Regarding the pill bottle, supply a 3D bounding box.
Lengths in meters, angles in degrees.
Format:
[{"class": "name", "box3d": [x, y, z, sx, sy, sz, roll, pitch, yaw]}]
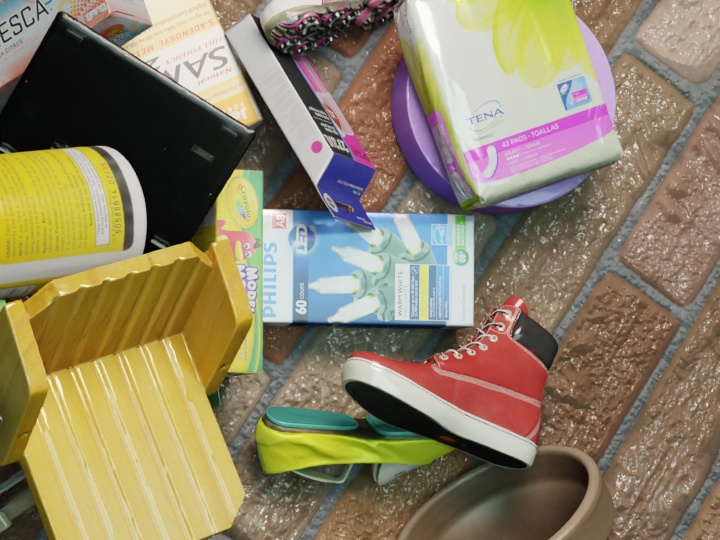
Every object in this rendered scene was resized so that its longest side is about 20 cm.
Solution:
[{"class": "pill bottle", "box3d": [-0.274, -0.034, 1.442, 0.199, 0.111, 0.112, -8, 87, -38]}]

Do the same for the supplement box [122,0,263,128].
[{"class": "supplement box", "box3d": [-0.185, -0.195, 1.662, 0.125, 0.074, 0.201, -26, 92, -12]}]

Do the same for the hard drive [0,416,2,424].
[{"class": "hard drive", "box3d": [-0.367, 0.098, 1.453, 0.140, 0.033, 0.200, -51, 54, 14]}]

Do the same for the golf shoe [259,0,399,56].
[{"class": "golf shoe", "box3d": [-0.032, -0.252, 1.672, 0.092, 0.073, 0.200, 54, 40, 5]}]

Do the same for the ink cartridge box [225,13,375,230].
[{"class": "ink cartridge box", "box3d": [-0.043, -0.129, 1.647, 0.037, 0.095, 0.201, -34, 72, 16]}]

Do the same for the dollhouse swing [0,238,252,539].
[{"class": "dollhouse swing", "box3d": [-0.171, 0.112, 1.467, 0.199, 0.182, 0.176, -16, 64, -32]}]

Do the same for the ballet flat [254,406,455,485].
[{"class": "ballet flat", "box3d": [0.001, 0.159, 1.686, 0.199, 0.067, 0.068, 2, 106, -15]}]

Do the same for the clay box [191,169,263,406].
[{"class": "clay box", "box3d": [-0.119, 0.018, 1.639, 0.047, 0.115, 0.202, 0, 86, -18]}]

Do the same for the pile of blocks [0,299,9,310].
[{"class": "pile of blocks", "box3d": [-0.316, 0.070, 1.491, 0.082, 0.062, 0.201, 15, 87, -7]}]

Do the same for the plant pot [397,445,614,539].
[{"class": "plant pot", "box3d": [0.152, 0.283, 1.654, 0.200, 0.200, 0.175, -32, 109, -13]}]

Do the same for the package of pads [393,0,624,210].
[{"class": "package of pads", "box3d": [0.126, -0.167, 1.665, 0.154, 0.068, 0.201, -19, 89, -14]}]

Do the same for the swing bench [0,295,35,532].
[{"class": "swing bench", "box3d": [-0.321, 0.108, 1.582, 0.200, 0.130, 0.199, -35, 94, -12]}]

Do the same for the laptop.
[{"class": "laptop", "box3d": [-0.212, -0.097, 1.587, 0.187, 0.116, 0.201, 31, 107, -8]}]

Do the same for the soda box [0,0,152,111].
[{"class": "soda box", "box3d": [-0.276, -0.192, 1.589, 0.199, 0.063, 0.069, -28, 75, 24]}]

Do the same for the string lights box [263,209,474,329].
[{"class": "string lights box", "box3d": [0.000, 0.000, 1.694, 0.199, 0.059, 0.104, 1, 86, -12]}]

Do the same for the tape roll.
[{"class": "tape roll", "box3d": [0.131, -0.154, 1.733, 0.199, 0.066, 0.202, 1, 85, -12]}]

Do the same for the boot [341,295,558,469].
[{"class": "boot", "box3d": [0.081, 0.075, 1.648, 0.199, 0.072, 0.145, 24, 71, -25]}]
